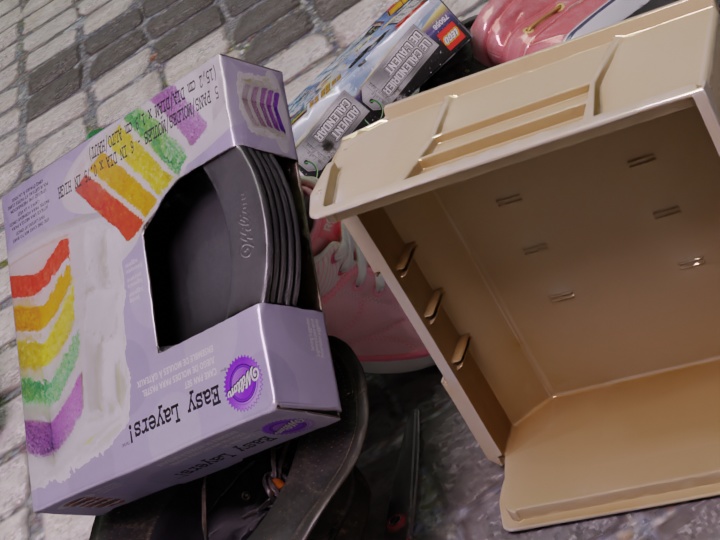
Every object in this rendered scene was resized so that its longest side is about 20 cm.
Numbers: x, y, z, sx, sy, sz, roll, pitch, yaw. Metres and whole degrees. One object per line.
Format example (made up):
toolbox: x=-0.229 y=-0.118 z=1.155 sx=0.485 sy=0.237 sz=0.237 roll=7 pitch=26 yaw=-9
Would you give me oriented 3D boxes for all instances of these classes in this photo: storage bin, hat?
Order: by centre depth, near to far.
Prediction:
storage bin: x=0.105 y=0.005 z=0.710 sx=0.198 sy=0.200 sz=0.094 roll=-17 pitch=30 yaw=29
hat: x=-0.053 y=0.133 z=0.795 sx=0.200 sy=0.081 sz=0.201 roll=-34 pitch=30 yaw=22

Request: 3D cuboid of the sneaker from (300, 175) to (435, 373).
sneaker: x=0.000 y=0.000 z=0.857 sx=0.199 sy=0.105 sz=0.076 roll=-4 pitch=51 yaw=-21

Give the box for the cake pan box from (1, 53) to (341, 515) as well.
cake pan box: x=-0.101 y=0.012 z=0.788 sx=0.199 sy=0.052 sz=0.185 roll=-24 pitch=69 yaw=38

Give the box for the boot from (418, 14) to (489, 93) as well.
boot: x=0.108 y=-0.099 z=1.039 sx=0.173 sy=0.069 sz=0.200 roll=5 pitch=50 yaw=43

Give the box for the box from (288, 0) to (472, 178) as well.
box: x=0.007 y=-0.132 z=1.047 sx=0.137 sy=0.040 sz=0.200 roll=-43 pitch=10 yaw=9

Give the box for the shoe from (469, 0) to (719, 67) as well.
shoe: x=0.159 y=-0.175 z=1.020 sx=0.091 sy=0.072 sz=0.200 roll=27 pitch=44 yaw=30

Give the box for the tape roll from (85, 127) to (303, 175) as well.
tape roll: x=-0.079 y=-0.043 z=0.984 sx=0.199 sy=0.048 sz=0.200 roll=12 pitch=12 yaw=-3

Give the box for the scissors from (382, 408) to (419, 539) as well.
scissors: x=0.024 y=0.139 z=0.789 sx=0.073 sy=0.014 sz=0.200 roll=-15 pitch=32 yaw=36
